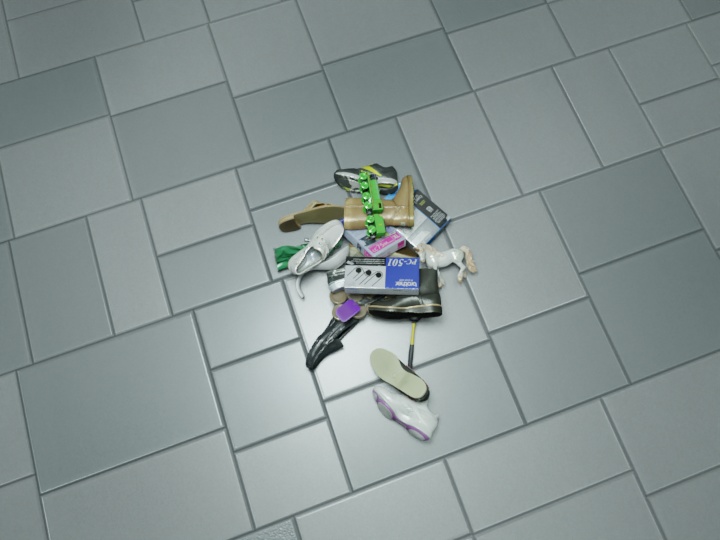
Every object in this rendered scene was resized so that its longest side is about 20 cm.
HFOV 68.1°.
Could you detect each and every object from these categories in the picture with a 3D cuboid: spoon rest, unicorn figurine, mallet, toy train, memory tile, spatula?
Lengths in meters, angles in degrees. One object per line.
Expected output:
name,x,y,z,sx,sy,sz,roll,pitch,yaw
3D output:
spoon rest,-0.112,-0.008,1.535,0.200,0.099,0.061,-42,97,-3
unicorn figurine,0.231,-0.023,1.531,0.200,0.074,0.138,-16,101,-22
mallet,0.148,0.202,1.510,0.041,0.066,0.200,5,90,11
toy train,0.033,-0.185,1.476,0.056,0.042,0.200,-6,73,-10
memory tile,0.009,0.066,1.521,0.200,0.017,0.154,-6,61,-10
spatula,0.022,0.083,1.490,0.200,0.021,0.057,-24,43,-23

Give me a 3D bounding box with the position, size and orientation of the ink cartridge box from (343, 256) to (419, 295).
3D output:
ink cartridge box,0.058,0.013,1.435,0.200,0.044,0.094,1,65,5

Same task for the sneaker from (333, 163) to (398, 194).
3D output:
sneaker,0.019,-0.286,1.625,0.200,0.075,0.085,9,60,-1

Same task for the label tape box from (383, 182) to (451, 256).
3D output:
label tape box,0.147,-0.162,1.587,0.200,0.066,0.143,43,79,8

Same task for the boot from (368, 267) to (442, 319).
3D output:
boot,0.123,0.059,1.470,0.200,0.077,0.139,0,69,4

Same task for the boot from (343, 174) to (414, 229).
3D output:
boot,0.053,-0.199,1.529,0.200,0.066,0.175,0,62,3

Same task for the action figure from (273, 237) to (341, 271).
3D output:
action figure,-0.151,-0.060,1.550,0.200,0.118,0.055,-13,63,-12

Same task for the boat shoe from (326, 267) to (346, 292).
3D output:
boat shoe,0.000,0.000,1.500,0.200,0.072,0.071,-17,81,-15

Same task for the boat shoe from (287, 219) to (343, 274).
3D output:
boat shoe,-0.114,-0.058,1.483,0.200,0.069,0.071,-47,115,-6

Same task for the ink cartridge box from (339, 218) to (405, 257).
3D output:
ink cartridge box,0.023,-0.114,1.541,0.119,0.042,0.200,-30,54,-23

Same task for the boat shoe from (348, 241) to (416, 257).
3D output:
boat shoe,0.063,-0.043,1.560,0.200,0.072,0.065,8,116,2

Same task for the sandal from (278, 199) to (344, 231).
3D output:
sandal,-0.145,-0.180,1.588,0.211,0.078,0.070,-15,57,6

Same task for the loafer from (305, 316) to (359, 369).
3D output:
loafer,-0.079,0.197,1.489,0.070,0.068,0.201,32,73,16

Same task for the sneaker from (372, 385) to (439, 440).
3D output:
sneaker,0.123,0.373,1.454,0.200,0.075,0.100,36,59,9

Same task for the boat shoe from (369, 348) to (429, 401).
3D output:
boat shoe,0.104,0.287,1.453,0.201,0.063,0.074,34,78,34
